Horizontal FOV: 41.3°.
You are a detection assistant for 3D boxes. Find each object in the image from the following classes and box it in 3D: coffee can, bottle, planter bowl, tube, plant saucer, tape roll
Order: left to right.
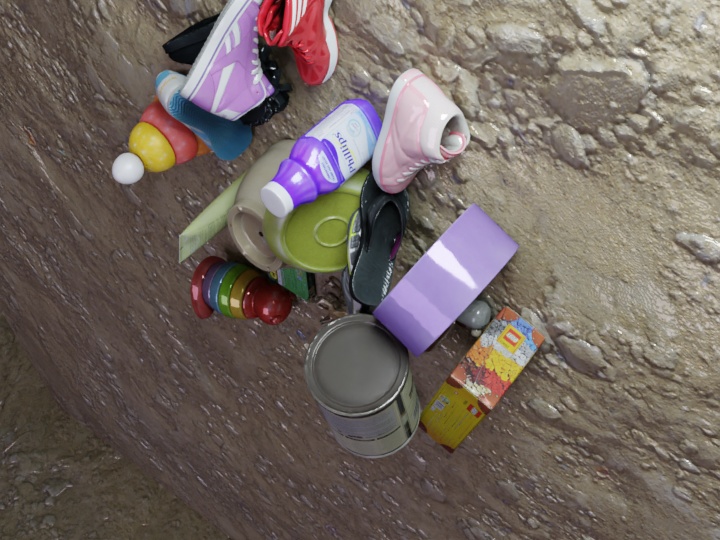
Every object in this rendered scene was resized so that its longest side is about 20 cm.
[{"bbox_3d":[-0.232,-0.096,1.577,0.052,0.200,0.058,6,134,45],"label":"tube"},{"bbox_3d":[-0.122,-0.083,1.495,0.199,0.135,0.202,28,140,27],"label":"planter bowl"},{"bbox_3d":[-0.051,-0.148,1.274,0.065,0.200,0.084,7,132,48],"label":"bottle"},{"bbox_3d":[-0.043,-0.065,1.394,0.031,0.197,0.202,-108,3,-47],"label":"plant saucer"},{"bbox_3d":[0.007,0.171,1.372,0.146,0.147,0.201,32,162,22],"label":"coffee can"},{"bbox_3d":[0.112,0.013,1.260,0.085,0.200,0.200,44,151,4],"label":"tape roll"}]

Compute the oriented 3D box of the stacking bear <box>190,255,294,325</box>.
[{"bbox_3d":[-0.220,0.049,1.846,0.198,0.122,0.114,17,148,27],"label":"stacking bear"}]

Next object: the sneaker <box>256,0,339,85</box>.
[{"bbox_3d":[-0.089,-0.300,1.221,0.078,0.116,0.201,31,148,24],"label":"sneaker"}]

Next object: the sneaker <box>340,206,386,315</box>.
[{"bbox_3d":[0.000,0.000,1.395,0.081,0.073,0.203,35,131,53],"label":"sneaker"}]

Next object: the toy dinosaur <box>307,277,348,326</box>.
[{"bbox_3d":[-0.030,0.065,1.681,0.101,0.059,0.199,40,162,-21],"label":"toy dinosaur"}]

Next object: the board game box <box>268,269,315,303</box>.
[{"bbox_3d":[-0.130,-0.034,1.702,0.104,0.023,0.201,30,146,24],"label":"board game box"}]

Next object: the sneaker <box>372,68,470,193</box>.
[{"bbox_3d":[0.079,-0.152,1.225,0.104,0.075,0.201,40,147,21],"label":"sneaker"}]

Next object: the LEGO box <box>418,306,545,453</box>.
[{"bbox_3d":[0.175,0.166,1.421,0.077,0.149,0.201,39,151,9],"label":"LEGO box"}]

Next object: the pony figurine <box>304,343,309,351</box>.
[{"bbox_3d":[0.003,0.197,1.712,0.200,0.168,0.192,41,163,-25],"label":"pony figurine"}]

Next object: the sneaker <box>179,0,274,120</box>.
[{"bbox_3d":[-0.153,-0.300,1.304,0.113,0.073,0.202,27,112,-16],"label":"sneaker"}]

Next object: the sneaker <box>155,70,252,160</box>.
[{"bbox_3d":[-0.242,-0.246,1.500,0.081,0.077,0.200,47,-177,36],"label":"sneaker"}]

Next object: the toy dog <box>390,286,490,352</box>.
[{"bbox_3d":[0.102,0.085,1.461,0.199,0.131,0.098,18,119,55],"label":"toy dog"}]

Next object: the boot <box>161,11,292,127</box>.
[{"bbox_3d":[-0.198,-0.294,1.421,0.197,0.073,0.164,-2,126,49],"label":"boot"}]

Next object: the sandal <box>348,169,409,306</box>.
[{"bbox_3d":[0.034,-0.051,1.322,0.074,0.203,0.048,13,167,-23],"label":"sandal"}]

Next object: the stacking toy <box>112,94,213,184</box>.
[{"bbox_3d":[-0.332,-0.212,1.562,0.145,0.200,0.147,32,148,23],"label":"stacking toy"}]
